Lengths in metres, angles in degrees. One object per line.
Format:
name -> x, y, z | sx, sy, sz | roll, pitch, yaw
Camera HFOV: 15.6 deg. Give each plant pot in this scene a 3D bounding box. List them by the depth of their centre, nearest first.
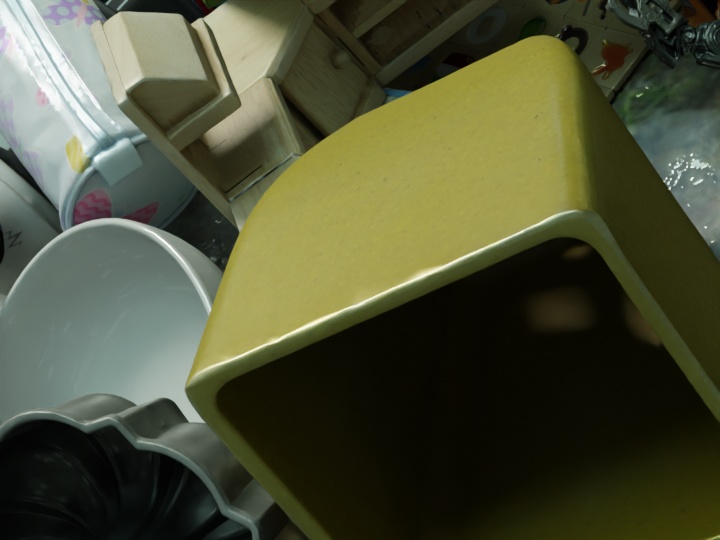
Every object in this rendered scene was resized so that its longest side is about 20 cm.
plant pot -> 0.060, 0.011, 1.165 | 0.194, 0.196, 0.200 | -24, 36, 22

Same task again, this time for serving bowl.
serving bowl -> -0.107, 0.076, 1.305 | 0.200, 0.066, 0.201 | -6, 82, 46

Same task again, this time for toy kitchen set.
toy kitchen set -> -0.011, -0.109, 1.287 | 0.180, 0.163, 0.200 | -36, 40, 11

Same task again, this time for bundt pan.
bundt pan -> -0.102, 0.143, 1.192 | 0.201, 0.202, 0.076 | -17, 11, 29

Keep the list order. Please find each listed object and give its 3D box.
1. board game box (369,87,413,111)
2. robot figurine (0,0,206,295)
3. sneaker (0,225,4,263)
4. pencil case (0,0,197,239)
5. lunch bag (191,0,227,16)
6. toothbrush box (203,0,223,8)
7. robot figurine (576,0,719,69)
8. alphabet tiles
board game box -> 0.000, 0.000, 1.340 | 0.134, 0.034, 0.200 | 12, 65, 47
robot figurine -> -0.164, -0.077, 1.495 | 0.125, 0.150, 0.200 | 37, 79, 21
sneaker -> -0.222, 0.019, 1.345 | 0.200, 0.070, 0.078 | -96, 22, -55
pencil case -> -0.158, -0.102, 1.376 | 0.083, 0.091, 0.200 | -23, 57, -19
lunch bag -> -0.047, -0.249, 1.507 | 0.200, 0.176, 0.082 | -41, 35, 2
toothbrush box -> -0.042, -0.220, 1.354 | 0.145, 0.086, 0.200 | -32, -1, -2
robot figurine -> 0.142, -0.183, 1.297 | 0.145, 0.200, 0.058 | -60, 2, -12
alphabet tiles -> 0.080, -0.111, 1.406 | 0.166, 0.006, 0.200 | 21, 70, 49
